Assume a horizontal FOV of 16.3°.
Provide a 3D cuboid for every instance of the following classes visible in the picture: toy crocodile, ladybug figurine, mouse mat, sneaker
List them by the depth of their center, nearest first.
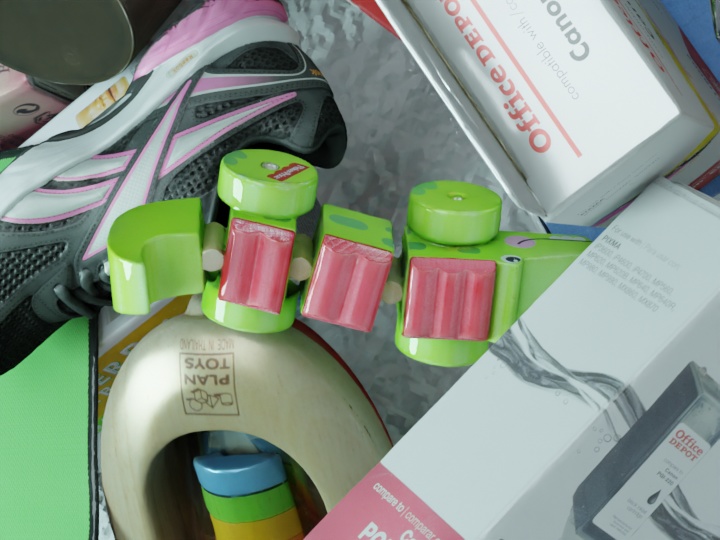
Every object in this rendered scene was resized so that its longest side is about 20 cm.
[{"bbox_3d":[0.000,0.000,0.981,0.199,0.062,0.068,8,112,-6],"label":"toy crocodile"},{"bbox_3d":[-0.089,-0.021,1.030,0.200,0.080,0.086,-45,65,10],"label":"sneaker"},{"bbox_3d":[-0.038,0.094,1.065,0.135,0.072,0.201,0,117,20],"label":"ladybug figurine"},{"bbox_3d":[-0.181,0.047,1.111,0.160,0.008,0.201,-8,76,28],"label":"mouse mat"}]

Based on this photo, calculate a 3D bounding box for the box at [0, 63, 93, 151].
[{"bbox_3d":[-0.218,-0.096,1.220,0.199,0.109,0.129,-23,70,23],"label":"box"}]

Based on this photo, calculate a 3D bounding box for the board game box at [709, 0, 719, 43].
[{"bbox_3d":[0.175,-0.188,0.962,0.199,0.062,0.201,-6,84,10],"label":"board game box"}]

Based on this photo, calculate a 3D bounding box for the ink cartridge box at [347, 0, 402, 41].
[{"bbox_3d":[0.006,-0.202,1.071,0.067,0.116,0.201,-8,53,56],"label":"ink cartridge box"}]

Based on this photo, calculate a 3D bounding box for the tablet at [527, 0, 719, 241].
[{"bbox_3d":[0.142,-0.096,1.054,0.199,0.014,0.131,-31,80,16],"label":"tablet"}]

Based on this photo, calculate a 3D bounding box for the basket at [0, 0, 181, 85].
[{"bbox_3d":[-0.108,-0.193,1.112,0.179,0.136,0.201,21,60,6],"label":"basket"}]

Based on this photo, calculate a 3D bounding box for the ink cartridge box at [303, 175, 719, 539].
[{"bbox_3d":[0.102,0.088,0.946,0.200,0.146,0.085,-46,31,-6],"label":"ink cartridge box"}]

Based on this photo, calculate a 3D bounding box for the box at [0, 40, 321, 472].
[{"bbox_3d":[-0.121,0.008,1.149,0.200,0.101,0.113,-37,64,18],"label":"box"}]

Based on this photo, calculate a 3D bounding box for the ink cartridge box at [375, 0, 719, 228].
[{"bbox_3d":[0.079,-0.081,0.963,0.067,0.200,0.117,-38,78,16],"label":"ink cartridge box"}]
